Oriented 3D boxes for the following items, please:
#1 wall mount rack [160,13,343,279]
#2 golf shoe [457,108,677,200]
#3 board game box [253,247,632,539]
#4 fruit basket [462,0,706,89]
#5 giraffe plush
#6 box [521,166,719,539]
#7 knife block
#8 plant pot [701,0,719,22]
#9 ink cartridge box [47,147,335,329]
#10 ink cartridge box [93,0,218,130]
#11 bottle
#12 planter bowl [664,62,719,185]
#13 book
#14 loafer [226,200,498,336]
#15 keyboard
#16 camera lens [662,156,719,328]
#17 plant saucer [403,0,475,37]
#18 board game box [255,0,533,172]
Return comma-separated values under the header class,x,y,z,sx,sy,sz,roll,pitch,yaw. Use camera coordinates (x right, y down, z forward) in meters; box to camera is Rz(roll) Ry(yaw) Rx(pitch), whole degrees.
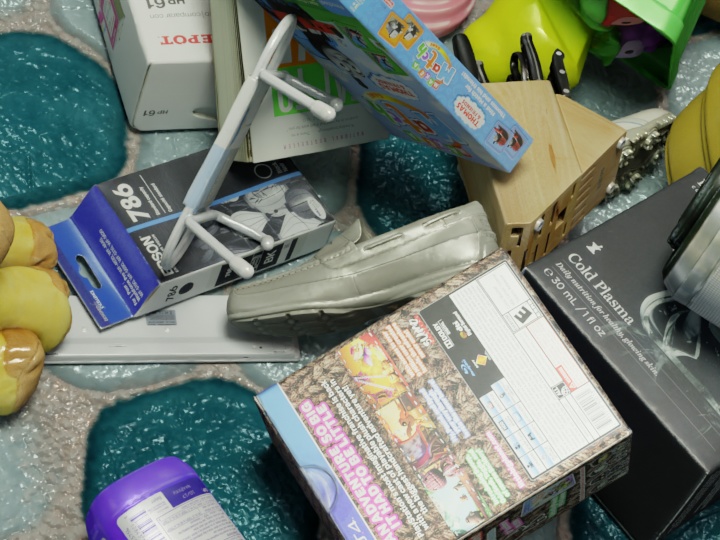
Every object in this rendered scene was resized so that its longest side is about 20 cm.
class,x,y,z,sx,sy,sz,roll,pitch,yaw
wall mount rack,-0.068,-0.073,1.377,0.075,0.200,0.174,27,8,2
golf shoe,0.166,-0.098,1.610,0.200,0.078,0.097,-26,61,-32
board game box,0.057,0.112,1.363,0.200,0.097,0.160,-30,67,-7
fruit basket,0.184,-0.199,1.636,0.155,0.216,0.216,37,53,10
giraffe plush,-0.287,-0.013,1.336,0.200,0.162,0.173,-5,53,-19
box,0.230,0.062,1.485,0.197,0.124,0.200,-28,68,-34
knife block,0.100,-0.098,1.518,0.175,0.064,0.200,30,49,21
plant pot,0.361,-0.279,1.749,0.200,0.186,0.187,7,53,4
ink cartridge box,-0.126,-0.033,1.484,0.200,0.039,0.099,-23,65,-31
ink cartridge box,-0.128,-0.214,1.587,0.144,0.085,0.200,-6,59,-23
bottle,-0.094,0.216,1.304,0.083,0.065,0.200,-26,67,-36
planter bowl,0.297,-0.079,1.604,0.200,0.083,0.201,33,50,-50
book,-0.045,-0.189,1.501,0.134,0.048,0.200,-12,104,-33
loafer,0.000,0.000,1.439,0.200,0.070,0.070,-12,72,6
keyboard,-0.143,0.041,1.450,0.200,0.011,0.056,0,51,-18
camera lens,0.321,-0.007,1.385,0.200,0.160,0.160,33,53,6
plant saucer,0.017,-0.282,1.675,0.200,0.051,0.201,19,46,-21
board game box,0.014,-0.152,1.426,0.200,0.151,0.037,41,80,-35
